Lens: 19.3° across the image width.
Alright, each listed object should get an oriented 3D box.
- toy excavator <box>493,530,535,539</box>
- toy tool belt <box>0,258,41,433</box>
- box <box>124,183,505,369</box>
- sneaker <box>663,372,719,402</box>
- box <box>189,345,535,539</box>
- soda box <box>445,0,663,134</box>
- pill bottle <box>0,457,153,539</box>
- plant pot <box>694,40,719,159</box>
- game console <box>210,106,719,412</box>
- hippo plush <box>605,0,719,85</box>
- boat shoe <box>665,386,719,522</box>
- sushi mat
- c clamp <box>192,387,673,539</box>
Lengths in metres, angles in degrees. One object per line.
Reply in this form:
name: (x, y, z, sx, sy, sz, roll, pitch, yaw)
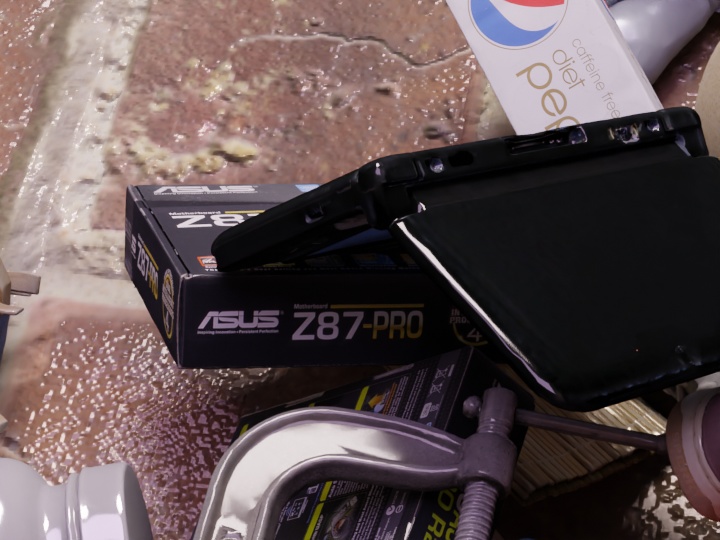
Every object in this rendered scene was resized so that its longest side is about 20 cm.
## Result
toy excavator: (0.067, 0.155, 0.911, 0.194, 0.200, 0.100, 44, 98, 2)
toy tool belt: (-0.212, 0.035, 1.043, 0.123, 0.125, 0.200, 12, 19, 3)
box: (0.000, 0.000, 0.983, 0.200, 0.049, 0.161, -1, 15, -14)
sneaker: (0.182, 0.053, 0.986, 0.200, 0.078, 0.099, 16, 60, 22)
box: (-0.021, 0.137, 0.891, 0.160, 0.044, 0.200, -21, 37, 45)
soda box: (0.101, -0.101, 1.060, 0.068, 0.064, 0.200, -30, 77, 12)
pill bottle: (-0.195, 0.145, 0.954, 0.200, 0.109, 0.109, -10, 51, 1)
plant pot: (0.269, -0.062, 1.013, 0.200, 0.187, 0.187, 18, 56, 39)
game console: (0.072, 0.004, 0.873, 0.200, 0.176, 0.116, -12, 83, -43)
hippo plush: (0.146, -0.193, 1.130, 0.200, 0.161, 0.159, 14, 55, 20)
boat shoe: (0.211, 0.058, 0.873, 0.200, 0.065, 0.072, -8, 81, -41)
sushi mat: (0.056, 0.037, 1.037, 0.096, 0.012, 0.200, -19, 46, -33)
c clamp: (0.014, 0.120, 0.798, 0.171, 0.027, 0.200, 14, 55, 12)
